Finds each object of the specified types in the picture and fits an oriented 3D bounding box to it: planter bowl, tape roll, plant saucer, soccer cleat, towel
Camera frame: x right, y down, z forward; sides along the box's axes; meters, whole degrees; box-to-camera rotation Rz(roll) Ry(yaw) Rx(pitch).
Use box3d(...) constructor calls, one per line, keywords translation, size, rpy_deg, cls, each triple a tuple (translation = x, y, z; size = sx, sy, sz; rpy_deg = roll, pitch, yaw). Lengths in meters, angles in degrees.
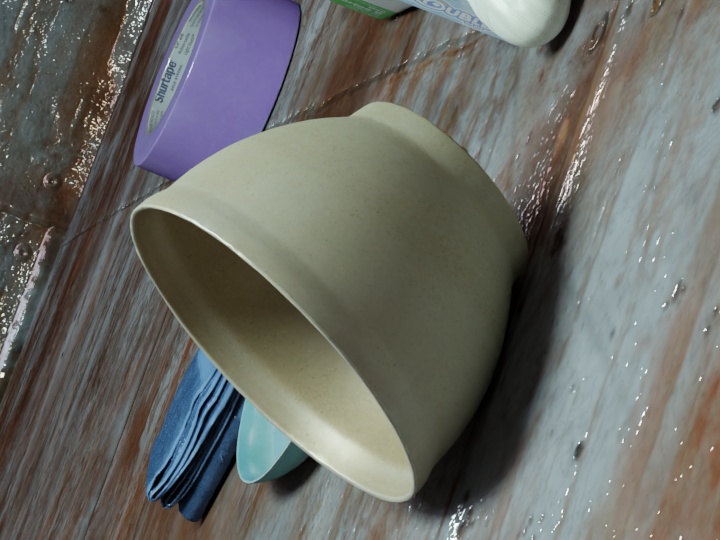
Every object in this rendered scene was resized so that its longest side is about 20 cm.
box3d(translation=(0.000, 0.000, 1.115), size=(0.135, 0.200, 0.200), rpy_deg=(-44, 7, -17), cls="planter bowl")
box3d(translation=(-0.135, -0.174, 2.041), size=(0.200, 0.085, 0.200), rpy_deg=(-158, 90, -77), cls="tape roll")
box3d(translation=(-0.029, 0.048, 1.428), size=(0.200, 0.027, 0.200), rpy_deg=(-159, 90, -76), cls="plant saucer")
box3d(translation=(0.064, -0.220, 1.233), size=(0.069, 0.078, 0.200), rpy_deg=(-21, 75, 21), cls="soccer cleat")
box3d(translation=(-0.100, 0.077, 1.605), size=(0.112, 0.048, 0.200), rpy_deg=(-99, 33, -65), cls="towel")

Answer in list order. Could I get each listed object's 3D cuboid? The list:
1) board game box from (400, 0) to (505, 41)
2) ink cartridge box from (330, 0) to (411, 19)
box3d(translation=(0.033, -0.261, 1.305), size=(0.043, 0.200, 0.199), rpy_deg=(134, 156, -70), cls="board game box")
box3d(translation=(0.032, -0.268, 1.555), size=(0.146, 0.084, 0.200), rpy_deg=(-69, 14, -5), cls="ink cartridge box")
